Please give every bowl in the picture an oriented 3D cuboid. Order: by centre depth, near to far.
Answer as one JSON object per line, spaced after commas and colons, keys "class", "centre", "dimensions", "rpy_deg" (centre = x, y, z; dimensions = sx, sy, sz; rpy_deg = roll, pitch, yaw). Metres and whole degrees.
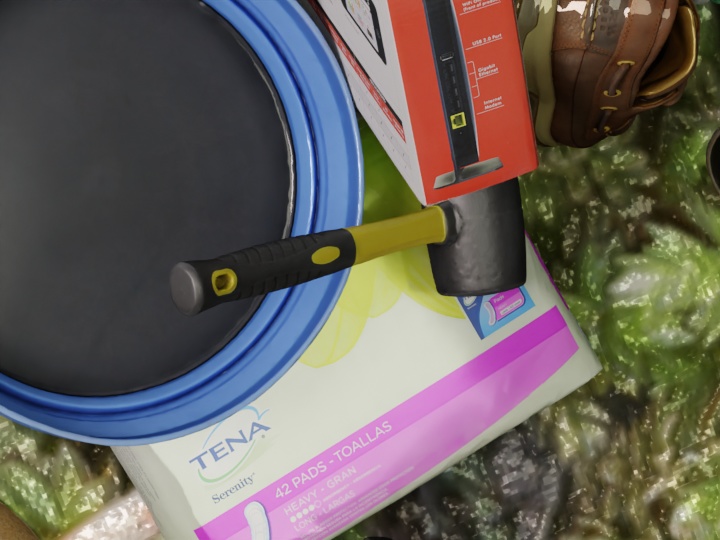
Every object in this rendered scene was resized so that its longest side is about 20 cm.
{"class": "bowl", "centre": [-0.096, -0.034, 0.942], "dimensions": [0.200, 0.039, 0.201], "rpy_deg": [-1, 92, -25]}

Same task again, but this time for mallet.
{"class": "mallet", "centre": [0.000, 0.000, 0.936], "dimensions": [0.200, 0.041, 0.066], "rpy_deg": [-26, 107, -49]}

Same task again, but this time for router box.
{"class": "router box", "centre": [0.000, -0.152, 0.934], "dimensions": [0.049, 0.200, 0.180], "rpy_deg": [-19, 128, -9]}

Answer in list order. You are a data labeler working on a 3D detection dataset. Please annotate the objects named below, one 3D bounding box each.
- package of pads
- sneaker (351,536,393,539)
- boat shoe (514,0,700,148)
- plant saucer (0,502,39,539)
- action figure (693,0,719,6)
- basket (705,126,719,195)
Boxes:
{"class": "package of pads", "centre": [-0.020, 0.025, 1.035], "dimensions": [0.200, 0.068, 0.155], "rpy_deg": [-32, 99, -11]}
{"class": "sneaker", "centre": [0.052, 0.169, 1.036], "dimensions": [0.200, 0.075, 0.079], "rpy_deg": [16, 103, -33]}
{"class": "boat shoe", "centre": [0.104, -0.087, 0.994], "dimensions": [0.067, 0.200, 0.072], "rpy_deg": [11, 85, 12]}
{"class": "plant saucer", "centre": [-0.210, 0.179, 1.012], "dimensions": [0.200, 0.035, 0.201], "rpy_deg": [0, 92, -14]}
{"class": "action figure", "centre": [0.109, -0.154, 1.017], "dimensions": [0.118, 0.200, 0.055], "rpy_deg": [26, 77, 32]}
{"class": "basket", "centre": [0.254, -0.112, 1.055], "dimensions": [0.136, 0.180, 0.200], "rpy_deg": [26, 76, 4]}
